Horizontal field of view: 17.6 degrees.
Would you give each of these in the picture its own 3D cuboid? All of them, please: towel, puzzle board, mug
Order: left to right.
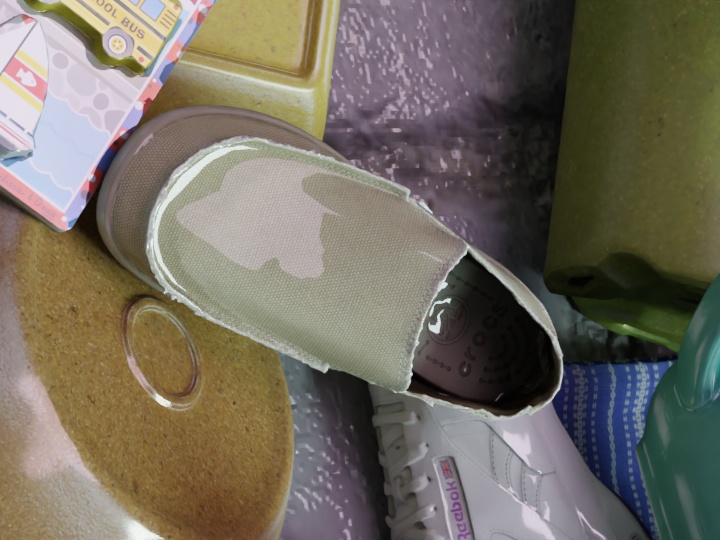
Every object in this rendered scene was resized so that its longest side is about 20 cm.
[{"bbox_3d":[-0.138,-0.129,0.766,0.200,0.017,0.151,38,63,-17],"label":"puzzle board"},{"bbox_3d":[0.137,0.108,1.039,0.200,0.024,0.145,-1,80,-43],"label":"towel"},{"bbox_3d":[0.170,0.080,0.917,0.152,0.114,0.185,10,63,-83],"label":"mug"}]

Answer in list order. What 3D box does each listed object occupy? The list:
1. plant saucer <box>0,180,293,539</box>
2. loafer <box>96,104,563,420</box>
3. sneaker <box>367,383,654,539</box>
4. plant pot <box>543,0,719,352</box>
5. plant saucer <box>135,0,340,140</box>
[{"bbox_3d":[-0.081,0.034,0.808,0.200,0.035,0.200,39,37,-38],"label":"plant saucer"},{"bbox_3d":[0.000,0.000,0.815,0.200,0.068,0.076,22,92,-35],"label":"loafer"},{"bbox_3d":[0.040,0.084,0.921,0.100,0.075,0.200,-38,95,-20],"label":"sneaker"},{"bbox_3d":[0.165,-0.063,1.015,0.200,0.200,0.184,25,74,-36],"label":"plant pot"},{"bbox_3d":[-0.075,-0.144,0.859,0.200,0.048,0.200,10,85,-36],"label":"plant saucer"}]
